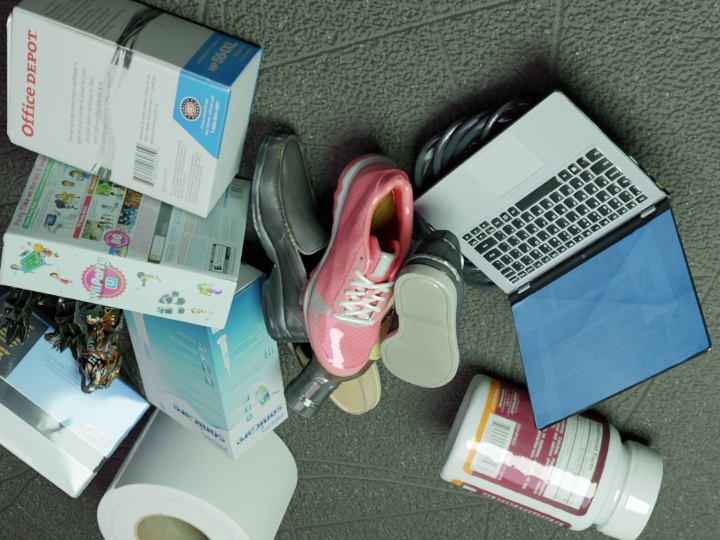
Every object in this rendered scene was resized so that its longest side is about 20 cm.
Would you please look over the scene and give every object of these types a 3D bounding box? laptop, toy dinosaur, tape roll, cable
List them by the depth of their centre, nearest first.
[{"bbox_3d":[0.150,-0.003,0.859,0.200,0.116,0.187,41,135,-12],"label":"laptop"},{"bbox_3d":[0.124,-0.067,0.934,0.163,0.051,0.200,10,134,19],"label":"cable"},{"bbox_3d":[-0.286,0.030,1.079,0.102,0.136,0.200,-14,99,26],"label":"toy dinosaur"},{"bbox_3d":[-0.190,0.270,1.264,0.202,0.139,0.203,10,131,12],"label":"tape roll"}]

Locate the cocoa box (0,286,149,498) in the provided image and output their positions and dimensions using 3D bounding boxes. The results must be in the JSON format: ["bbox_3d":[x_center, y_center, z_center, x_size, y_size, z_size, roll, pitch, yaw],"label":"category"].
[{"bbox_3d":[-0.355,0.129,1.185,0.200,0.131,0.133,41,170,-15],"label":"cocoa box"}]

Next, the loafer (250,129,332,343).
[{"bbox_3d":[-0.051,-0.030,0.982,0.072,0.073,0.200,3,109,31],"label":"loafer"}]

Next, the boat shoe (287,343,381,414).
[{"bbox_3d":[-0.042,0.082,1.102,0.071,0.065,0.200,-12,122,29],"label":"boat shoe"}]

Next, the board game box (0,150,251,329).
[{"bbox_3d":[-0.209,-0.036,0.978,0.200,0.148,0.064,13,129,-9],"label":"board game box"}]

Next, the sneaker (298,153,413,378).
[{"bbox_3d":[0.000,0.000,0.920,0.074,0.087,0.200,9,97,-20],"label":"sneaker"}]

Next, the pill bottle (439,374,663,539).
[{"bbox_3d":[0.190,0.189,1.070,0.200,0.114,0.114,21,132,3],"label":"pill bottle"}]

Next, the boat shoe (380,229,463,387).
[{"bbox_3d":[0.062,0.038,0.943,0.073,0.063,0.200,18,148,10],"label":"boat shoe"}]

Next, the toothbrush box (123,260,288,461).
[{"bbox_3d":[-0.161,0.074,1.093,0.146,0.085,0.200,26,137,34],"label":"toothbrush box"}]

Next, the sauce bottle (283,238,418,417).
[{"bbox_3d":[-0.001,0.057,1.021,0.065,0.065,0.200,38,107,-12],"label":"sauce bottle"}]

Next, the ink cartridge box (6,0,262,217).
[{"bbox_3d":[-0.204,-0.156,0.953,0.200,0.084,0.146,22,132,3],"label":"ink cartridge box"}]
